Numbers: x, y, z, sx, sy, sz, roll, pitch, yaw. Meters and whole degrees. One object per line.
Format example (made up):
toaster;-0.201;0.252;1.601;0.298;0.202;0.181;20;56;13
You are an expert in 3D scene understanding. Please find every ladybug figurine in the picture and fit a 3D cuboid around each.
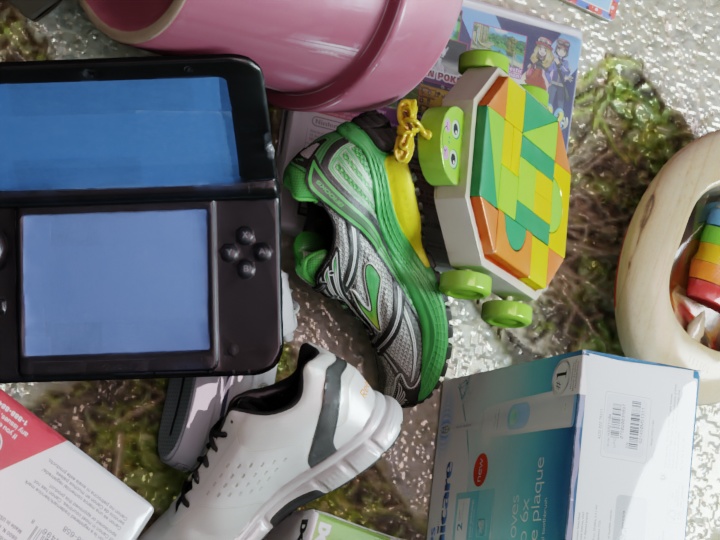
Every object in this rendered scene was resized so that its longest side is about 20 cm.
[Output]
ladybug figurine;0.232;-0.003;1.748;0.135;0.072;0.201;30;73;-17

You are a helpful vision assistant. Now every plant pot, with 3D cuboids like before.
plant pot;-0.064;-0.194;1.526;0.178;0.199;0.201;-2;83;-42

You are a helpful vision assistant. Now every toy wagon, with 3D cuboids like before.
toy wagon;0.078;-0.057;1.621;0.200;0.039;0.156;32;60;-60

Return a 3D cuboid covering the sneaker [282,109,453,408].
sneaker;0.000;0.000;1.627;0.085;0.078;0.201;-23;118;-12

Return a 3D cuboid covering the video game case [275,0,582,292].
video game case;0.044;-0.094;1.707;0.199;0.023;0.183;13;78;-20

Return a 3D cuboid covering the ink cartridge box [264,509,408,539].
ink cartridge box;-0.016;0.219;1.538;0.075;0.200;0.149;21;74;-19

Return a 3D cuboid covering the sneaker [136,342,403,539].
sneaker;-0.073;0.118;1.559;0.200;0.074;0.080;-39;112;7

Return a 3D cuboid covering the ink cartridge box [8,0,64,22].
ink cartridge box;-0.184;-0.279;1.599;0.146;0.083;0.200;41;69;-13

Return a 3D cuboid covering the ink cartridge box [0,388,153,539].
ink cartridge box;-0.239;0.179;1.510;0.144;0.084;0.200;39;69;-15

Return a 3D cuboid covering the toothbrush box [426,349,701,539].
toothbrush box;0.120;0.135;1.610;0.085;0.200;0.147;11;79;-21

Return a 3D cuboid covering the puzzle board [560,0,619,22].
puzzle board;0.134;-0.289;1.776;0.150;0.017;0.201;22;74;-20

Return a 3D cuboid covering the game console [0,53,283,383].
game console;-0.149;-0.027;1.521;0.199;0.116;0.177;-2;84;4

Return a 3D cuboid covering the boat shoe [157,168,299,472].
boat shoe;-0.073;0.029;1.617;0.066;0.073;0.201;15;89;-25
